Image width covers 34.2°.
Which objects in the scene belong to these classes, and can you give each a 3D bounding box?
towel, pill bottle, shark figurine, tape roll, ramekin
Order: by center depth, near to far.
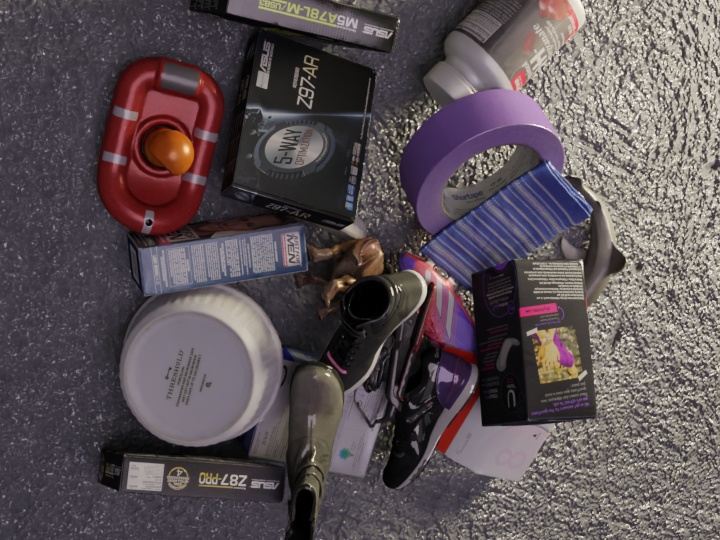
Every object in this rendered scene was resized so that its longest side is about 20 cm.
[{"bbox_3d":[-0.195,0.117,1.395,0.200,0.094,0.205,0,98,3],"label":"ramekin"},{"bbox_3d":[0.174,-0.279,1.453,0.200,0.111,0.111,-45,114,-4],"label":"pill bottle"},{"bbox_3d":[0.151,-0.128,1.454,0.198,0.066,0.201,-16,144,-12],"label":"tape roll"},{"bbox_3d":[0.189,-0.052,1.498,0.199,0.024,0.145,-35,142,16],"label":"towel"},{"bbox_3d":[0.326,-0.040,1.585,0.127,0.089,0.217,-14,110,-17],"label":"shark figurine"}]

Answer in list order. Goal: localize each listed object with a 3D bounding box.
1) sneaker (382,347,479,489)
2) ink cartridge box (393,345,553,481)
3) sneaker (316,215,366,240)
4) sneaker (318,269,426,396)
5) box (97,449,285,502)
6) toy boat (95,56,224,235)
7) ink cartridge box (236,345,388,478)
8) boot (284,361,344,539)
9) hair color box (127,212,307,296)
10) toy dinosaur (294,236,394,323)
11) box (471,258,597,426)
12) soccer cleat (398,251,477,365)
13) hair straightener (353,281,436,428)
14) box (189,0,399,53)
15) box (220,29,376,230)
[{"bbox_3d":[0.067,0.187,1.524,0.087,0.076,0.201,28,103,-13],"label":"sneaker"},{"bbox_3d":[0.168,0.197,1.582,0.199,0.057,0.163,13,116,-31],"label":"ink cartridge box"},{"bbox_3d":[-0.055,-0.115,1.440,0.200,0.075,0.089,39,76,-23],"label":"sneaker"},{"bbox_3d":[-0.011,0.075,1.392,0.200,0.071,0.099,-51,155,15],"label":"sneaker"},{"bbox_3d":[-0.208,0.249,1.426,0.198,0.161,0.050,8,83,-22],"label":"box"},{"bbox_3d":[-0.224,-0.137,1.335,0.129,0.131,0.202,12,100,-22],"label":"toy boat"},{"bbox_3d":[-0.074,0.175,1.501,0.198,0.076,0.138,14,98,-24],"label":"ink cartridge box"},{"bbox_3d":[-0.057,0.220,1.382,0.067,0.131,0.202,4,122,-2],"label":"boot"},{"bbox_3d":[-0.172,-0.023,1.401,0.198,0.100,0.061,-9,106,-18],"label":"hair color box"},{"bbox_3d":[0.000,0.000,1.448,0.134,0.200,0.086,-19,69,-17],"label":"toy dinosaur"},{"bbox_3d":[0.218,0.093,1.487,0.105,0.122,0.202,1,80,-22],"label":"box"},{"bbox_3d":[0.104,0.060,1.539,0.076,0.067,0.200,-45,120,-8],"label":"soccer cleat"},{"bbox_3d":[0.033,0.102,1.474,0.076,0.041,0.202,16,97,-8],"label":"hair straightener"},{"bbox_3d":[-0.079,-0.288,1.310,0.191,0.200,0.048,7,100,-22],"label":"box"},{"bbox_3d":[-0.071,-0.165,1.387,0.159,0.043,0.202,16,72,-23],"label":"box"}]
